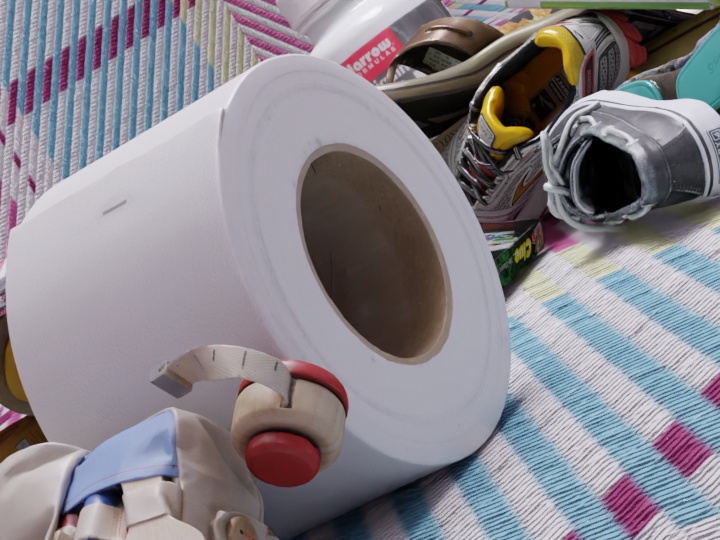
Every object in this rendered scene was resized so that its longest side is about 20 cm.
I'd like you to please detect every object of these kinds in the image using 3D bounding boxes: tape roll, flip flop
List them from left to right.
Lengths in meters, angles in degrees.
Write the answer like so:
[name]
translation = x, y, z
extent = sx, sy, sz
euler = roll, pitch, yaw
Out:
[tape roll]
translation = -0.044, 0.019, 1.235
extent = 0.139, 0.203, 0.203
euler = -27, 9, 32
[flip flop]
translation = 0.067, -0.135, 1.686
extent = 0.200, 0.058, 0.081
euler = -25, -15, -10

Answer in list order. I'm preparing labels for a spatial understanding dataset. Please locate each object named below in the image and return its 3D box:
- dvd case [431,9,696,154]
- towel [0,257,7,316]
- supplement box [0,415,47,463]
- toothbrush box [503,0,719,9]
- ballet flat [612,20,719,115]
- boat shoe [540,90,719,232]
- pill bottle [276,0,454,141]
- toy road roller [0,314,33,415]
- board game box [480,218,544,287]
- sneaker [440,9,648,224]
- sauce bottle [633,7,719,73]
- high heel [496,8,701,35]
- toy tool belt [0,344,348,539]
[dvd case]
translation = 0.133, -0.108, 1.730
extent = 0.200, 0.016, 0.149
euler = -37, -22, 29
[towel]
translation = -0.248, 0.029, 1.709
extent = 0.200, 0.030, 0.146
euler = -36, 8, 0
[supplement box]
translation = -0.237, 0.155, 1.681
extent = 0.066, 0.069, 0.200
euler = -30, 9, 17
[toothbrush box]
translation = 0.195, -0.214, 1.630
extent = 0.145, 0.086, 0.200
euler = 4, 17, 35
[ballet flat]
translation = 0.196, -0.091, 1.524
extent = 0.072, 0.072, 0.200
euler = -37, 1, -34
[boat shoe]
translation = 0.134, -0.055, 1.479
extent = 0.068, 0.074, 0.199
euler = -19, 12, -18
[pill bottle]
translation = 0.032, -0.133, 1.882
extent = 0.111, 0.200, 0.111
euler = -37, -1, -1
[toy road roller]
translation = -0.150, 0.015, 1.750
extent = 0.199, 0.147, 0.123
euler = -2, 3, -9
[board game box]
translation = 0.000, 0.000, 1.587
extent = 0.199, 0.024, 0.105
euler = -4, 18, 25
[sneaker]
translation = 0.085, -0.081, 1.626
extent = 0.082, 0.078, 0.200
euler = -8, -40, -53
[sauce bottle]
translation = 0.178, -0.106, 1.668
extent = 0.200, 0.066, 0.066
euler = -28, 8, 27
[high heel]
translation = 0.188, -0.178, 1.746
extent = 0.199, 0.072, 0.143
euler = -1, -31, -34
[toy tool belt]
translation = -0.083, 0.128, 1.115
extent = 0.200, 0.125, 0.123
euler = -31, 38, 37
